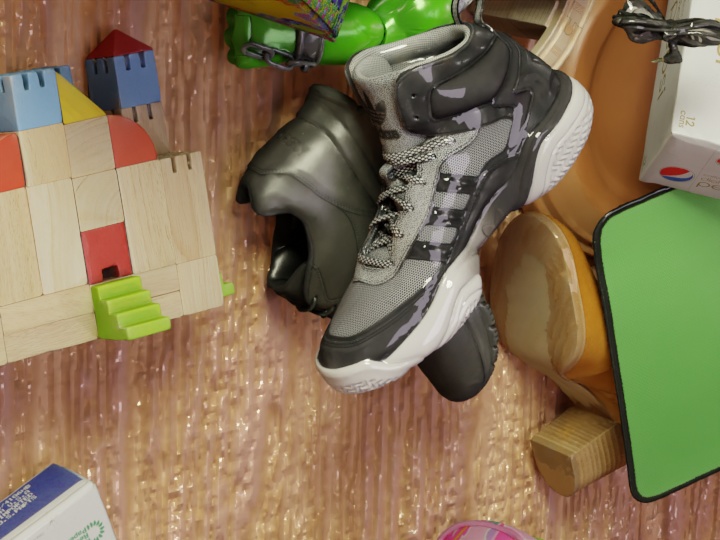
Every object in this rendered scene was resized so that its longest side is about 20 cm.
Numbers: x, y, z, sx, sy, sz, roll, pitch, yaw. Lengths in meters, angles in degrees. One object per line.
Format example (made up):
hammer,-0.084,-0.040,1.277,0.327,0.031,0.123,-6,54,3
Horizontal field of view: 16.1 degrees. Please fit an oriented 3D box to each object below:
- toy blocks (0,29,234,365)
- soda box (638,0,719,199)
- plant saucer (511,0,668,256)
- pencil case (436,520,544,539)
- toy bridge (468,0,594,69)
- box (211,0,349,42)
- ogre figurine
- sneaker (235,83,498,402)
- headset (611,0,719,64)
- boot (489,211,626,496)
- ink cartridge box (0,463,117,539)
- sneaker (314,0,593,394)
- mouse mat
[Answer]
toy blocks,-0.147,-0.035,1.183,0.199,0.100,0.138,-15,100,-39
soda box,0.203,-0.143,1.382,0.063,0.068,0.201,13,68,-5
plant saucer,0.162,-0.103,1.467,0.199,0.037,0.201,-13,110,-39
pencil case,0.122,0.207,1.486,0.200,0.087,0.088,28,83,-44
toy bridge,0.089,-0.136,1.371,0.027,0.067,0.201,33,79,-42
box,-0.050,-0.226,1.123,0.200,0.121,0.194,31,79,-78
ogre figurine,0.014,-0.188,1.276,0.119,0.098,0.201,17,73,-26
sneaker,0.000,0.000,1.336,0.091,0.076,0.200,-42,119,-15
headset,0.123,-0.190,1.301,0.093,0.201,0.124,7,136,-24
boot,0.152,0.022,1.472,0.144,0.071,0.202,-34,131,-29
ink cartridge box,-0.183,0.229,1.248,0.196,0.043,0.201,-37,127,-30
sneaker,0.022,-0.043,1.254,0.114,0.075,0.200,44,76,-30
mouse mat,0.210,0.026,1.439,0.160,0.008,0.201,-22,122,-17
